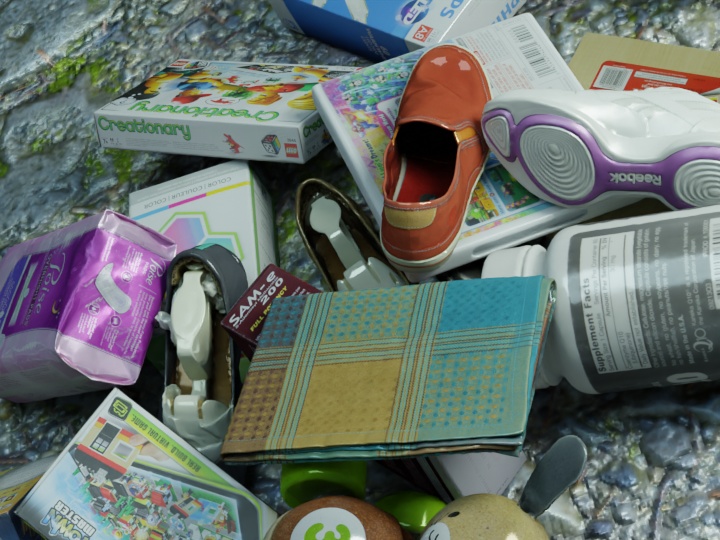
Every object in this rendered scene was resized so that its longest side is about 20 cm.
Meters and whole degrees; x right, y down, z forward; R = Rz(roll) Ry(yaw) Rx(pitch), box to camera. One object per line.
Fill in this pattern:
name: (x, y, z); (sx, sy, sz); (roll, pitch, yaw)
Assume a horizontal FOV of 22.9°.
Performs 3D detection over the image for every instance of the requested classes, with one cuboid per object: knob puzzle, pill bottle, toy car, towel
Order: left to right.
towel: (0.019, 0.063, 1.114); (0.199, 0.022, 0.147); (-6, 41, 22)
toy car: (0.052, 0.175, 1.057); (0.199, 0.157, 0.165); (-29, 42, 36)
knob puzzle: (0.203, -0.074, 1.279); (0.218, 0.031, 0.221); (-13, 52, 17)
pill bottle: (0.186, 0.020, 1.164); (0.199, 0.113, 0.114); (-8, 54, 22)

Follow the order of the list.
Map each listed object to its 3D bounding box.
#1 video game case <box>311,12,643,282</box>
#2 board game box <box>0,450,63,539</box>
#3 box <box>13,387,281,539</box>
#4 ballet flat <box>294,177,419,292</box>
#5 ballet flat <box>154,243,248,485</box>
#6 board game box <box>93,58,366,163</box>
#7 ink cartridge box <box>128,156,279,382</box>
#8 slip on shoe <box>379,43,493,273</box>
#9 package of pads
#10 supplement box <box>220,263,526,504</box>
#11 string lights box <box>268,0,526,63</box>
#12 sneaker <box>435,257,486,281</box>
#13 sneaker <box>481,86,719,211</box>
video game case: (0.081, -0.094, 1.283); (0.181, 0.024, 0.201); (-20, 50, -9)
board game box: (-0.312, 0.196, 1.288); (0.199, 0.035, 0.136); (-20, 9, 14)
box: (-0.120, 0.183, 1.193); (0.199, 0.035, 0.110); (36, 75, 10)
ballet flat: (0.000, 0.000, 1.299); (0.068, 0.072, 0.201); (-32, 49, 3)
ballet flat: (-0.116, 0.077, 1.258); (0.073, 0.073, 0.202); (-4, 78, 24)
board game box: (-0.099, -0.130, 1.432); (0.199, 0.035, 0.126); (6, 29, 30)
ink cartridge box: (-0.117, 0.017, 1.353); (0.103, 0.059, 0.201); (-17, 51, 13)
slip on shoe: (0.052, -0.090, 1.229); (0.073, 0.061, 0.201); (4, 49, 13)
package of pads: (-0.223, 0.033, 1.333); (0.199, 0.075, 0.121); (-13, 56, 56)
supplement box: (0.008, 0.082, 1.206); (0.199, 0.109, 0.061); (28, 71, 34)
string lights box: (0.025, -0.227, 1.459); (0.199, 0.059, 0.103); (25, 71, 38)
sneaker: (0.071, -0.053, 1.301); (0.088, 0.074, 0.201); (-30, 49, 6)
sneaker: (0.182, -0.088, 1.217); (0.199, 0.075, 0.100); (13, 35, 13)
